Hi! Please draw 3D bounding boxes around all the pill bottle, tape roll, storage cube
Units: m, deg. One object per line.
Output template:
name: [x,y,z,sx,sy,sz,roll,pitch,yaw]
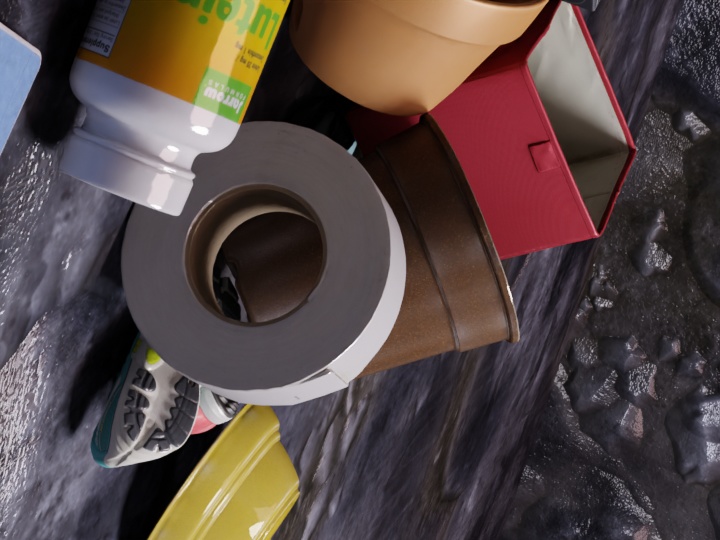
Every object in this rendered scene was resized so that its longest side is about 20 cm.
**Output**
pill bottle: [-0.114,-0.141,1.081,0.200,0.111,0.111,-68,165,2]
tape roll: [-0.069,-0.003,1.264,0.203,0.202,0.071,-65,166,-8]
storage cube: [0.121,-0.121,1.557,0.200,0.180,0.171,65,31,-22]

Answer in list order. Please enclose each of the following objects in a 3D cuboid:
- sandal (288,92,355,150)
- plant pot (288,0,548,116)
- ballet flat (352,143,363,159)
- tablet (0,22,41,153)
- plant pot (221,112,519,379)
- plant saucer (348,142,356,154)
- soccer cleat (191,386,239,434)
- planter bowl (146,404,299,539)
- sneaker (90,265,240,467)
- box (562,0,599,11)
sandal: [-0.026,-0.119,1.542,0.200,0.048,0.075,-40,149,-62]
plant pot: [0.033,-0.217,1.369,0.140,0.200,0.200,-58,172,33]
ballet flat: [0.025,-0.116,1.622,0.200,0.069,0.063,-72,155,-54]
tablet: [-0.243,-0.049,0.959,0.200,0.014,0.130,-67,165,-4]
plant pot: [0.000,0.000,1.407,0.198,0.200,0.200,-21,156,-3]
plant saucer: [0.014,-0.030,1.660,0.039,0.201,0.201,-25,-173,29]
soccer cleat: [-0.135,0.097,1.471,0.200,0.073,0.068,-63,130,-81]
planter bowl: [-0.113,0.212,1.558,0.200,0.083,0.200,-55,175,-6]
sneaker: [-0.157,0.068,1.348,0.080,0.077,0.200,-31,-154,44]
box: [0.137,-0.329,1.509,0.122,0.200,0.106,-62,163,-19]
